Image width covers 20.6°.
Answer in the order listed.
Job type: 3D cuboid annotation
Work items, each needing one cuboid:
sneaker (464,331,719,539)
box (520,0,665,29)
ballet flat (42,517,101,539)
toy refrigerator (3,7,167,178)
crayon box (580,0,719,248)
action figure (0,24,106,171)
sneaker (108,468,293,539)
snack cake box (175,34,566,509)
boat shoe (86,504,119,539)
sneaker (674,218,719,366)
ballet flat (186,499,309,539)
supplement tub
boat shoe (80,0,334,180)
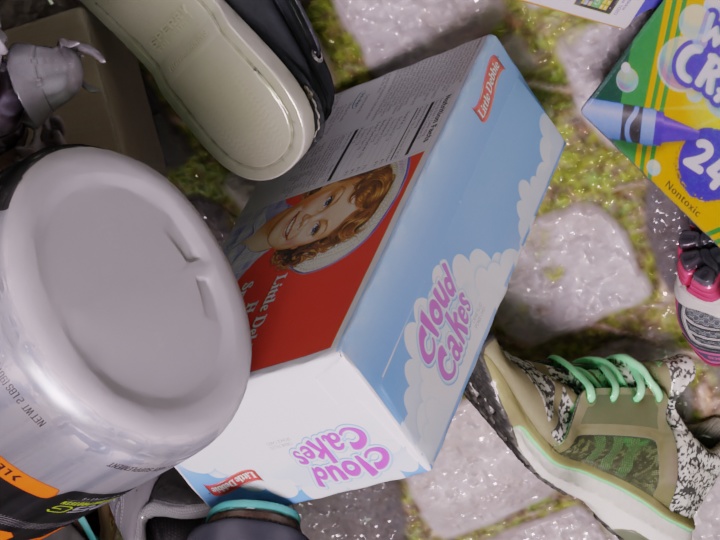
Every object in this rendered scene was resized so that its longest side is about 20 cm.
[{"bbox_3d":[0.116,0.063,0.948,0.089,0.077,0.200,-48,132,4],"label":"sneaker"},{"bbox_3d":[0.079,-0.166,0.781,0.199,0.042,0.119,6,126,-45],"label":"box"},{"bbox_3d":[-0.139,0.144,0.917,0.068,0.068,0.200,-39,138,-8],"label":"ballet flat"},{"bbox_3d":[-0.193,-0.048,0.877,0.199,0.070,0.077,-17,88,12],"label":"toy refrigerator"},{"bbox_3d":[0.199,-0.101,0.819,0.126,0.051,0.200,46,119,19],"label":"crayon box"},{"bbox_3d":[-0.194,-0.073,0.776,0.198,0.070,0.131,-5,139,12],"label":"action figure"},{"bbox_3d":[-0.024,0.085,0.919,0.199,0.116,0.075,-26,125,-2],"label":"sneaker"},{"bbox_3d":[0.000,0.000,0.821,0.114,0.201,0.067,-16,123,37],"label":"snack cake box"},{"bbox_3d":[-0.159,0.059,0.954,0.073,0.067,0.201,-17,120,11],"label":"boat shoe"},{"bbox_3d":[0.245,0.006,0.913,0.198,0.081,0.075,2,140,8],"label":"sneaker"},{"bbox_3d":[-0.053,0.154,0.841,0.072,0.074,0.200,7,158,-3],"label":"ballet flat"},{"bbox_3d":[-0.147,0.046,0.748,0.199,0.123,0.122,-31,118,36],"label":"supplement tub"},{"bbox_3d":[-0.074,-0.135,0.830,0.074,0.066,0.200,-37,92,37],"label":"boat shoe"}]
